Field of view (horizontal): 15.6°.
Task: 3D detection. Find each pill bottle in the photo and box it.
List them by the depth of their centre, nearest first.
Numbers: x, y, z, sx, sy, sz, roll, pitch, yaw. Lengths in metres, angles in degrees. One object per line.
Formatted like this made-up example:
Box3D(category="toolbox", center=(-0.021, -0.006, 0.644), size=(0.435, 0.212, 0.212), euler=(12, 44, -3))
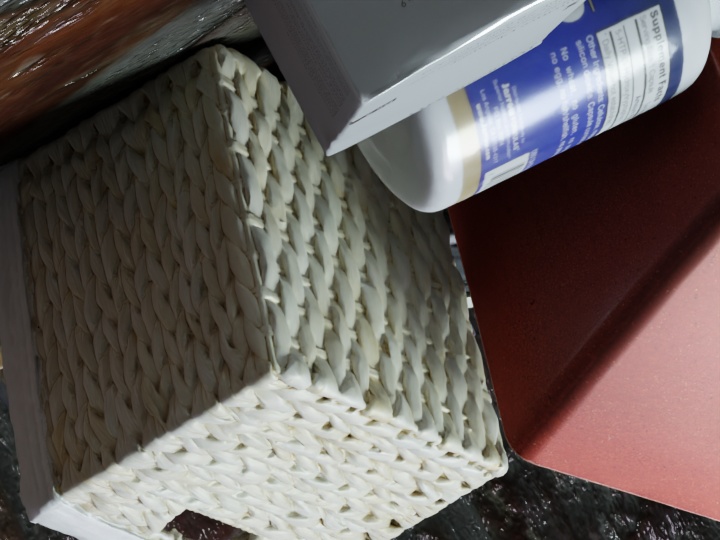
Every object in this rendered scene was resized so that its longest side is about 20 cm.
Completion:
Box3D(category="pill bottle", center=(0.090, -0.119, 1.188), size=(0.199, 0.120, 0.120), euler=(-26, 179, -16))

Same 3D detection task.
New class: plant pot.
Box3D(category="plant pot", center=(0.183, -0.011, 1.289), size=(0.199, 0.200, 0.177), euler=(19, 126, -25))

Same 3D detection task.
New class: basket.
Box3D(category="basket", center=(-0.056, 0.028, 1.277), size=(0.160, 0.201, 0.198), euler=(-31, 144, 27))

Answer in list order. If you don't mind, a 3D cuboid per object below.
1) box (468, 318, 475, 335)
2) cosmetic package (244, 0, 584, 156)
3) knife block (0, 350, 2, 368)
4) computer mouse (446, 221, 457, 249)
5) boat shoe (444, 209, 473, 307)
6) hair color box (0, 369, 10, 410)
Box3D(category="box", center=(-0.050, 0.005, 1.807), size=(0.199, 0.193, 0.122), euler=(-27, 179, 3))
Box3D(category="cosmetic package", center=(0.022, -0.110, 1.008), size=(0.112, 0.081, 0.200), euler=(-28, 178, -3))
Box3D(category="knife block", center=(-0.223, 0.027, 1.391), size=(0.199, 0.064, 0.175), euler=(-25, -171, -40))
Box3D(category="computer mouse", center=(0.000, 0.000, 1.453), size=(0.199, 0.046, 0.140), euler=(2, 175, 6))
Box3D(category="boat shoe", center=(-0.004, -0.048, 1.560), size=(0.075, 0.199, 0.066), euler=(-51, 165, -31))
Box3D(category="hair color box", center=(-0.169, 0.039, 1.511), size=(0.099, 0.061, 0.200), euler=(-34, -150, -11))
